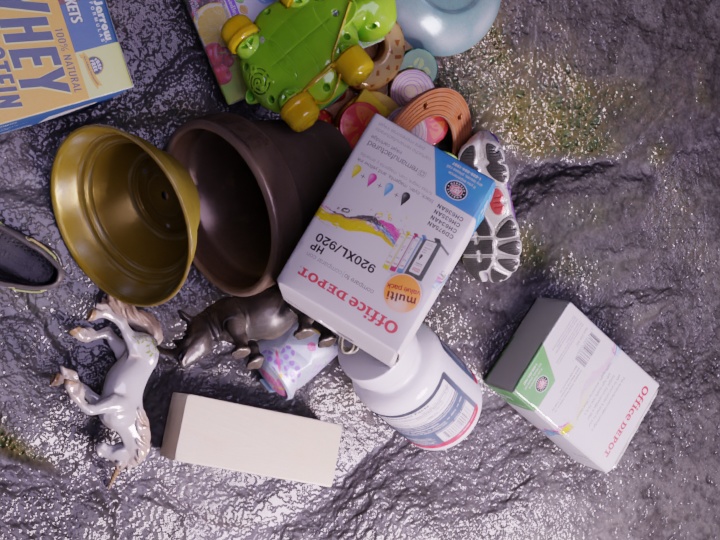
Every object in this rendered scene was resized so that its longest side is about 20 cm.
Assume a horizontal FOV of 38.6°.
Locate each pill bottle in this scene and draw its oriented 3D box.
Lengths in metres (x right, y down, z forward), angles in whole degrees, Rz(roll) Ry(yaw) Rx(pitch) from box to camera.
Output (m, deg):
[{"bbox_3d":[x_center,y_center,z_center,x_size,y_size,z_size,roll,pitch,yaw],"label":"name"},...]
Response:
[{"bbox_3d":[0.057,0.126,1.224,0.120,0.119,0.200,-58,141,-11],"label":"pill bottle"}]

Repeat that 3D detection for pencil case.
[{"bbox_3d":[-0.043,0.064,1.235,0.200,0.091,0.083,-40,86,-19],"label":"pencil case"}]

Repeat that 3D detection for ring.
[{"bbox_3d":[0.071,-0.129,1.263,0.200,0.019,0.202,-35,139,-37],"label":"ring"}]

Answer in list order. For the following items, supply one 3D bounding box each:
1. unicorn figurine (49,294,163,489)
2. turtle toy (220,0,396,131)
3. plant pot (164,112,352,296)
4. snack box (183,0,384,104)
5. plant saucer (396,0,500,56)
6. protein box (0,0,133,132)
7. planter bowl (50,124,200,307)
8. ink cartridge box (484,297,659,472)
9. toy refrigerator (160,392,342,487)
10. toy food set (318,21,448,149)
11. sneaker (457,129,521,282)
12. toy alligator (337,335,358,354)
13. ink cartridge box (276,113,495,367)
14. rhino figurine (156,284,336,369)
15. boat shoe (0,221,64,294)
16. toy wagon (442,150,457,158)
[{"bbox_3d":[-0.271,0.131,1.135,0.137,0.073,0.202,35,72,-33],"label":"unicorn figurine"},{"bbox_3d":[-0.045,-0.244,1.116,0.199,0.101,0.146,-38,82,4],"label":"turtle toy"},{"bbox_3d":[-0.098,-0.096,1.159,0.174,0.199,0.203,-28,104,-38],"label":"plant pot"},{"bbox_3d":[-0.090,-0.295,1.182,0.198,0.053,0.144,-23,104,-4],"label":"snack box"},{"bbox_3d":[0.105,-0.376,1.305,0.198,0.039,0.204,-2,94,-25],"label":"plant saucer"},{"bbox_3d":[-0.354,-0.209,1.012,0.197,0.199,0.137,-21,101,-22],"label":"protein box"},{"bbox_3d":[-0.234,-0.070,1.109,0.083,0.199,0.203,-36,109,-50],"label":"planter bowl"},{"bbox_3d":[0.288,0.155,1.392,0.199,0.087,0.146,39,77,-20],"label":"ink cartridge box"},{"bbox_3d":[-0.128,0.200,1.213,0.198,0.070,0.077,15,80,-25],"label":"toy refrigerator"},{"bbox_3d":[0.016,-0.205,1.267,0.197,0.049,0.201,39,76,-22],"label":"toy food set"},{"bbox_3d":[0.172,-0.083,1.333,0.080,0.083,0.203,2,111,16],"label":"sneaker"},{"bbox_3d":[0.000,0.000,1.178,0.058,0.054,0.203,10,78,1],"label":"toy alligator"},{"bbox_3d":[0.026,-0.025,1.071,0.146,0.145,0.201,30,81,6],"label":"ink cartridge box"},{"bbox_3d":[-0.132,0.063,1.159,0.197,0.060,0.088,-15,56,-4],"label":"rhino figurine"},{"bbox_3d":[-0.405,-0.030,1.074,0.199,0.060,0.073,22,84,-24],"label":"boat shoe"},{"bbox_3d":[0.084,-0.047,1.252,0.039,0.200,0.157,14,76,14],"label":"toy wagon"}]
